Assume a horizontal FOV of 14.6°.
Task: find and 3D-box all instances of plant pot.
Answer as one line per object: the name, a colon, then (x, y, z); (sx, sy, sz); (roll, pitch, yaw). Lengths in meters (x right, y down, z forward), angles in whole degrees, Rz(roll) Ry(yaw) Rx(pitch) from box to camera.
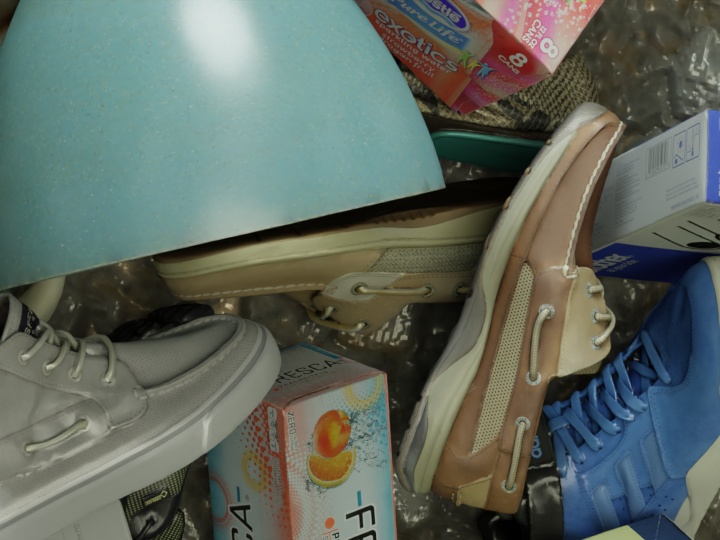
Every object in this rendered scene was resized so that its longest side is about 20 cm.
plant pot: (-0.076, -0.078, 1.185); (0.199, 0.200, 0.136); (-14, 91, -13)

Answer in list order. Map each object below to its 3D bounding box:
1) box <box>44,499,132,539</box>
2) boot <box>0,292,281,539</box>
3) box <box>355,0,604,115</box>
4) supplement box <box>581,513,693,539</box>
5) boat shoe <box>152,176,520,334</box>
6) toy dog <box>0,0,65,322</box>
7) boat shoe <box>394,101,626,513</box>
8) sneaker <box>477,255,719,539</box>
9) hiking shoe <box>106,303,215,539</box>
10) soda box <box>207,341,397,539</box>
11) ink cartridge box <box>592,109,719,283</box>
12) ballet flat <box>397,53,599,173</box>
box: (-0.194, 0.192, 1.255); (0.199, 0.125, 0.098); (-10, 55, -14)
boot: (-0.129, 0.049, 1.218); (0.199, 0.073, 0.096); (-32, 119, -24)
box: (0.083, -0.183, 1.293); (0.103, 0.095, 0.200); (43, 66, -15)
supplement box: (0.101, 0.235, 1.239); (0.199, 0.200, 0.135); (-16, 120, -22)
boat shoe: (0.000, 0.000, 1.331); (0.199, 0.072, 0.065); (-8, 107, -20)
toy dog: (-0.207, -0.064, 1.237); (0.193, 0.139, 0.201); (13, 90, -16)
boat shoe: (0.083, 0.020, 1.288); (0.071, 0.076, 0.201); (24, 106, 5)
sneaker: (0.114, 0.076, 1.333); (0.110, 0.077, 0.201); (4, 131, -13)
hiking shoe: (-0.130, 0.104, 1.303); (0.199, 0.076, 0.101); (-35, 99, -10)
soda box: (-0.025, 0.141, 1.312); (0.063, 0.068, 0.201); (-17, 112, -36)
ink cartridge box: (0.165, -0.031, 1.301); (0.093, 0.200, 0.045); (5, 80, -15)
ballet flat: (0.022, -0.084, 1.338); (0.199, 0.068, 0.076); (-1, 74, -20)
